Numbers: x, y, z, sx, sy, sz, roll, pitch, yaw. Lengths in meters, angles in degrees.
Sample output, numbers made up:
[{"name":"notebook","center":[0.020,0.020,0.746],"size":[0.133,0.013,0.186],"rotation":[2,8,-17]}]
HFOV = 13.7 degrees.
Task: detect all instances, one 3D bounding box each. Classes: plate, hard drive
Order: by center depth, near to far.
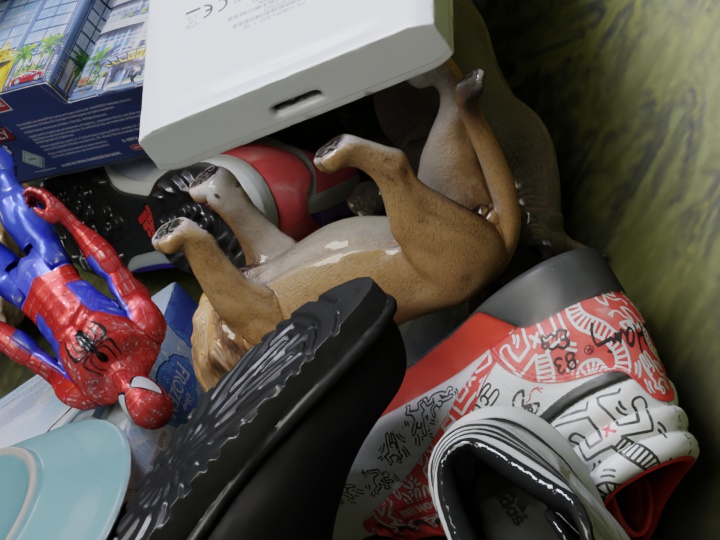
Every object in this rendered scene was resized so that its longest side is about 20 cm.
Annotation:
[{"name":"plate","center":[-0.174,0.129,1.208],"size":[0.200,0.026,0.200],"rotation":[-38,22,18]},{"name":"hard drive","center":[-0.025,-0.138,1.223],"size":[0.132,0.026,0.200],"rotation":[-20,42,20]}]

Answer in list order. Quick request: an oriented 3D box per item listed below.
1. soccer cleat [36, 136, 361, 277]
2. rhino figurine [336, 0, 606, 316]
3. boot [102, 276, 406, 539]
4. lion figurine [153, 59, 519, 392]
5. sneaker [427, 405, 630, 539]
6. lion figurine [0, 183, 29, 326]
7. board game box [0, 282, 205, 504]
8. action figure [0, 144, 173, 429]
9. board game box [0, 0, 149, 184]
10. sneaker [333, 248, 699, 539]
[{"name":"soccer cleat","center":[-0.080,-0.034,1.363],"size":[0.200,0.073,0.068],"rotation":[7,109,54]},{"name":"rhino figurine","center":[0.041,-0.044,1.266],"size":[0.087,0.060,0.200],"rotation":[-39,60,22]},{"name":"boot","center":[-0.014,0.123,1.170],"size":[0.211,0.158,0.079],"rotation":[-51,16,2]},{"name":"lion figurine","center":[0.000,0.000,1.210],"size":[0.200,0.123,0.073],"rotation":[-24,24,34]},{"name":"sneaker","center":[0.088,0.140,1.083],"size":[0.076,0.115,0.201],"rotation":[-40,85,9]},{"name":"lion figurine","center":[-0.218,-0.042,1.465],"size":[0.200,0.072,0.123],"rotation":[23,115,54]},{"name":"board game box","center":[-0.158,0.118,1.304],"size":[0.200,0.043,0.199],"rotation":[-34,20,24]},{"name":"action figure","center":[-0.143,-0.003,1.269],"size":[0.065,0.052,0.200],"rotation":[-46,66,3]},{"name":"board game box","center":[-0.090,-0.144,1.355],"size":[0.200,0.062,0.200],"rotation":[-10,48,41]},{"name":"sneaker","center":[0.048,0.090,1.206],"size":[0.201,0.067,0.108],"rotation":[-41,67,31]}]
